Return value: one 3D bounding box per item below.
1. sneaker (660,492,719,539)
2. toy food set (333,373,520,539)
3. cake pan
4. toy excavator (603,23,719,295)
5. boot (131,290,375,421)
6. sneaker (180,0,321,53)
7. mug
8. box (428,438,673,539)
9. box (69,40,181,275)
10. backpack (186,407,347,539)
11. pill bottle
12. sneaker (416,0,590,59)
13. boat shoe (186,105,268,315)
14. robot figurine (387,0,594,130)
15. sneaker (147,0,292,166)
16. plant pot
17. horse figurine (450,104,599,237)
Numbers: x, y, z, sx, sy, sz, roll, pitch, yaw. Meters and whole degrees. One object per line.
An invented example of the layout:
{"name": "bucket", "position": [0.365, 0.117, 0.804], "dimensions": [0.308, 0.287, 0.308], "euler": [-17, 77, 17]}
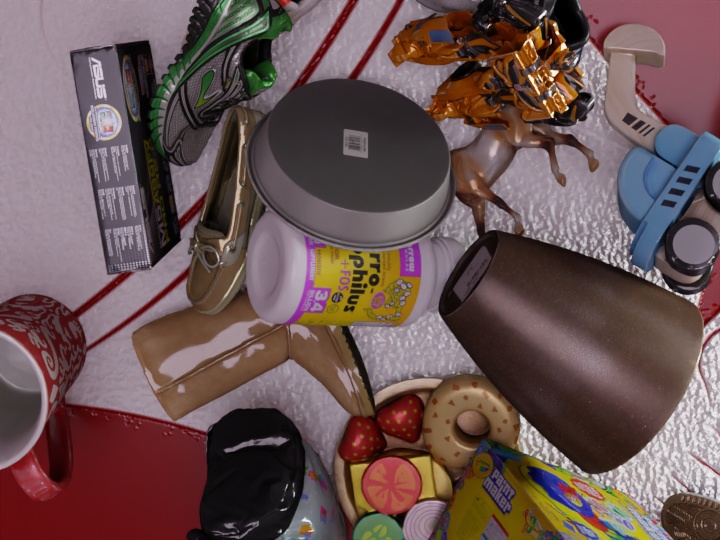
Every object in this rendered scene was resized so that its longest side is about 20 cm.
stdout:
{"name": "sneaker", "position": [0.405, 0.273, 1.398], "dimensions": [0.199, 0.108, 0.071], "euler": [23, 106, 29]}
{"name": "toy food set", "position": [0.071, 0.205, 1.404], "dimensions": [0.198, 0.049, 0.200], "euler": [-8, 100, 4]}
{"name": "cake pan", "position": [-0.005, -0.104, 1.282], "dimensions": [0.198, 0.201, 0.037], "euler": [17, 138, -1]}
{"name": "toy excavator", "position": [0.273, -0.106, 1.286], "dimensions": [0.199, 0.100, 0.195], "euler": [33, 85, 16]}
{"name": "boot", "position": [-0.103, 0.099, 1.387], "dimensions": [0.199, 0.066, 0.176], "euler": [-25, 85, 6]}
{"name": "sneaker", "position": [-0.095, -0.248, 1.304], "dimensions": [0.199, 0.093, 0.071], "euler": [-36, 97, 8]}
{"name": "mug", "position": [-0.336, 0.116, 1.330], "dimensions": [0.132, 0.200, 0.179], "euler": [1, 101, 2]}
{"name": "box", "position": [0.198, 0.279, 1.309], "dimensions": [0.191, 0.200, 0.123], "euler": [23, 101, -23]}
{"name": "box", "position": [-0.215, -0.110, 1.302], "dimensions": [0.044, 0.160, 0.202], "euler": [-7, 99, 3]}
{"name": "backpack", "position": [-0.082, 0.250, 1.350], "dimensions": [0.125, 0.168, 0.201], "euler": [-1, 135, 15]}
{"name": "pill bottle", "position": [0.000, 0.000, 1.311], "dimensions": [0.198, 0.104, 0.105], "euler": [2, 102, -29]}
{"name": "sneaker", "position": [0.134, -0.256, 1.274], "dimensions": [0.198, 0.115, 0.081], "euler": [32, 82, -6]}
{"name": "boat shoe", "position": [-0.131, -0.057, 1.342], "dimensions": [0.063, 0.073, 0.202], "euler": [16, 101, -41]}
{"name": "robot figurine", "position": [0.118, -0.178, 1.251], "dimensions": [0.058, 0.199, 0.145], "euler": [-47, 118, -21]}
{"name": "sneaker", "position": [-0.129, -0.170, 1.272], "dimensions": [0.085, 0.078, 0.201], "euler": [38, 126, 10]}
{"name": "plant pot", "position": [0.177, 0.055, 1.284], "dimensions": [0.199, 0.187, 0.188], "euler": [33, 101, -14]}
{"name": "horse figurine", "position": [0.138, -0.104, 1.330], "dimensions": [0.200, 0.050, 0.133], "euler": [-47, 64, 16]}
